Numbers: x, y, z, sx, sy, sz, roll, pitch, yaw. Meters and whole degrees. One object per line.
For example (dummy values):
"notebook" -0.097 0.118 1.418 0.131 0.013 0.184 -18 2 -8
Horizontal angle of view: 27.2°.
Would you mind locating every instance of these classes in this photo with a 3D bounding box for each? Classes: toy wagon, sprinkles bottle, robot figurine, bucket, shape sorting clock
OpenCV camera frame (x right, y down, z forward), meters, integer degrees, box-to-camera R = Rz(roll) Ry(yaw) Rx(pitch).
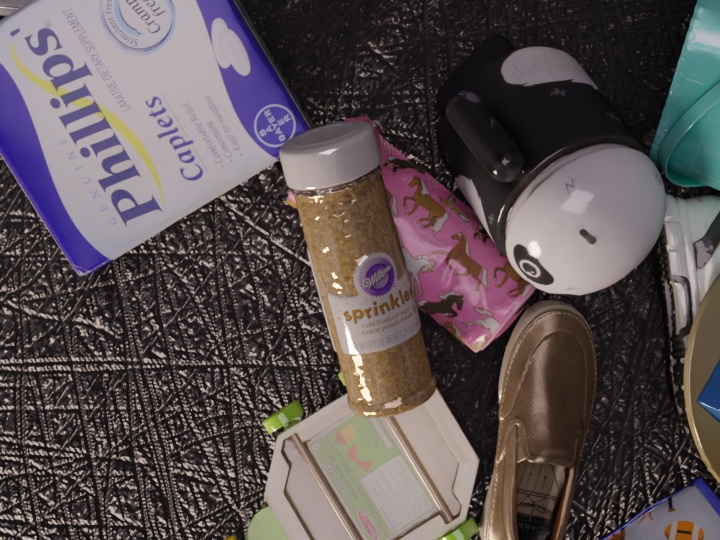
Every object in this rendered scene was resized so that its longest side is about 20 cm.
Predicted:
"toy wagon" -0.012 0.165 1.120 0.199 0.040 0.156 -32 88 3
"sprinkles bottle" 0.000 0.000 1.040 0.068 0.068 0.202 -14 108 3
"robot figurine" 0.128 -0.074 1.047 0.149 0.126 0.201 -14 50 -21
"bucket" 0.287 -0.139 1.029 0.133 0.207 0.209 17 91 10
"shape sorting clock" 0.311 0.075 1.071 0.198 0.039 0.202 -2 94 -29

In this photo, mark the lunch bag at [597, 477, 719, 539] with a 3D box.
"lunch bag" 0.231 0.275 1.067 0.169 0.124 0.201 -32 83 -1

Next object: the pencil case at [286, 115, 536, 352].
"pencil case" 0.042 -0.028 1.097 0.200 0.083 0.087 40 120 2

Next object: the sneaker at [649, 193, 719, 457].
"sneaker" 0.262 0.041 1.090 0.079 0.074 0.202 -6 92 -4

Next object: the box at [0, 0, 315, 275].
"box" -0.162 -0.126 1.079 0.199 0.105 0.185 -31 100 3

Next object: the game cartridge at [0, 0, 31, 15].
"game cartridge" -0.270 -0.260 1.138 0.198 0.038 0.131 4 94 3

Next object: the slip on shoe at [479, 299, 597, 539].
"slip on shoe" 0.132 0.124 1.083 0.075 0.061 0.202 11 100 -15
